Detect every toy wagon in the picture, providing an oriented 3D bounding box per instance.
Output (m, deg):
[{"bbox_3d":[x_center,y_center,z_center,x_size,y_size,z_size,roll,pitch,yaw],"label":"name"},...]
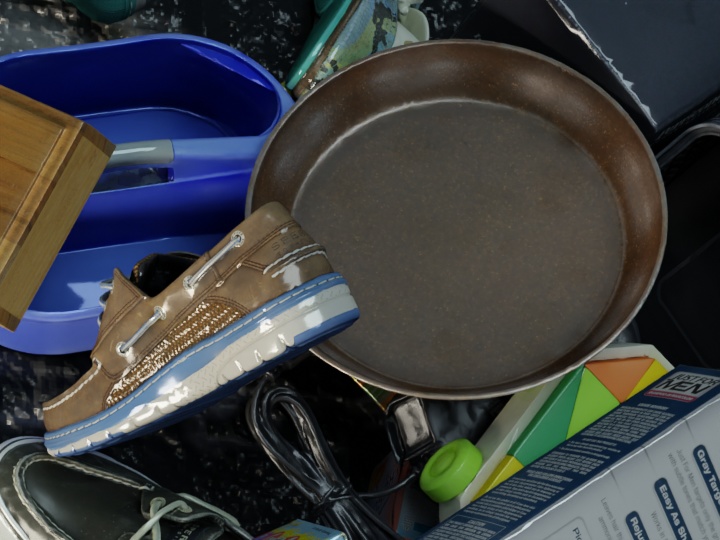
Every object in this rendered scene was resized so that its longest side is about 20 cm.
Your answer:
[{"bbox_3d":[0.098,0.132,1.279,0.155,0.040,0.200,45,72,-19],"label":"toy wagon"}]

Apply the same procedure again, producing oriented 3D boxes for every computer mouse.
[{"bbox_3d":[0.034,0.054,1.307,0.200,0.046,0.140,-43,97,-20],"label":"computer mouse"}]

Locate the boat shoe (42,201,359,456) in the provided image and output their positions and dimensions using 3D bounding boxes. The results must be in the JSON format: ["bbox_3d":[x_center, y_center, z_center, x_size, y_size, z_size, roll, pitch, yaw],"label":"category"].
[{"bbox_3d":[-0.083,0.027,1.237,0.072,0.200,0.073,-17,81,-52],"label":"boat shoe"}]

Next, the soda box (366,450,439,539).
[{"bbox_3d":[0.101,0.146,1.358,0.200,0.068,0.064,19,62,-11],"label":"soda box"}]

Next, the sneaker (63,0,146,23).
[{"bbox_3d":[-0.200,-0.193,1.403,0.200,0.071,0.080,45,63,9],"label":"sneaker"}]

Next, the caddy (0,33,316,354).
[{"bbox_3d":[-0.123,-0.040,1.319,0.199,0.105,0.142,-9,73,-12],"label":"caddy"}]

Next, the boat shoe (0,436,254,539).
[{"bbox_3d":[-0.091,0.135,1.291,0.200,0.064,0.071,30,59,-6],"label":"boat shoe"}]

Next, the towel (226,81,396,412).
[{"bbox_3d":[0.000,0.000,1.386,0.086,0.018,0.200,-44,80,-5],"label":"towel"}]

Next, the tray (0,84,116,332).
[{"bbox_3d":[-0.221,-0.055,1.267,0.200,0.037,0.099,24,82,28],"label":"tray"}]

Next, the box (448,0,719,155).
[{"bbox_3d":[0.145,-0.119,1.422,0.197,0.200,0.118,-34,82,-29],"label":"box"}]

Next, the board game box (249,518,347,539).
[{"bbox_3d":[-0.090,0.198,1.199,0.200,0.105,0.103,-21,93,-13],"label":"board game box"}]

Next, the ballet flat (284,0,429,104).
[{"bbox_3d":[0.007,-0.125,1.403,0.074,0.074,0.200,27,27,-7],"label":"ballet flat"}]

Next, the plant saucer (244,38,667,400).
[{"bbox_3d":[0.046,-0.020,1.276,0.200,0.035,0.201,-1,60,2],"label":"plant saucer"}]

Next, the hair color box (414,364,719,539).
[{"bbox_3d":[0.107,0.136,1.228,0.200,0.060,0.100,-30,106,-22],"label":"hair color box"}]

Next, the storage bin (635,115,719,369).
[{"bbox_3d":[0.178,0.015,1.362,0.094,0.200,0.135,-24,76,-47],"label":"storage bin"}]
